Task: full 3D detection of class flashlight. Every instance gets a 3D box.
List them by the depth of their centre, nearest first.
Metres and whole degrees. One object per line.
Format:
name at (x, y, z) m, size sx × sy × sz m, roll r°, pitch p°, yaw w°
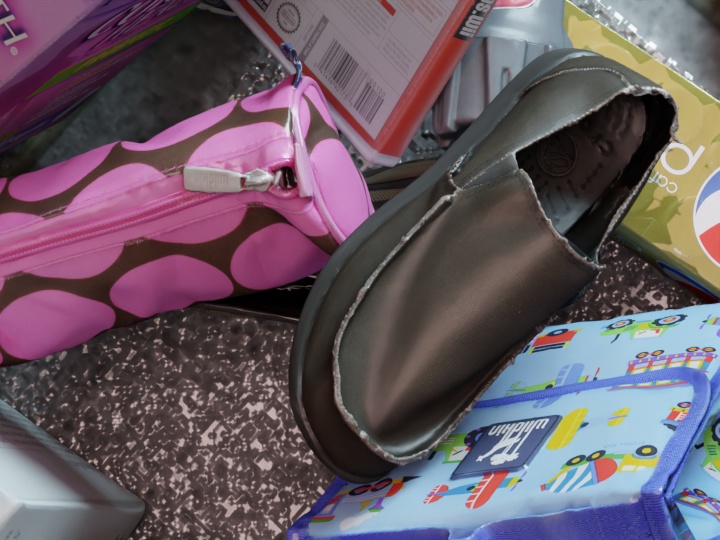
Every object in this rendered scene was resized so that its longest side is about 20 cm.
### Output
flashlight at (0.055, -0.148, 0.960) m, size 0.067 × 0.068 × 0.201 m, roll 1°, pitch 78°, yaw 15°

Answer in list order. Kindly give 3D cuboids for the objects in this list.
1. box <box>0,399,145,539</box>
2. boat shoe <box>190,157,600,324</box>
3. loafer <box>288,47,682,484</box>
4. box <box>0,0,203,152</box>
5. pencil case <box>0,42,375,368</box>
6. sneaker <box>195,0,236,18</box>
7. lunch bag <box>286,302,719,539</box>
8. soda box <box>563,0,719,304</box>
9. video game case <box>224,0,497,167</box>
box at (-0.210, 0.140, 0.959) m, size 0.130 × 0.200 × 0.199 m, roll 33°, pitch 89°, yaw 11°
boat shoe at (0.000, 0.000, 0.998) m, size 0.199 × 0.075 × 0.074 m, roll 3°, pitch 42°, yaw 16°
loafer at (0.048, -0.008, 0.871) m, size 0.073 × 0.071 × 0.200 m, roll 44°, pitch 69°, yaw -21°
box at (-0.134, -0.121, 0.937) m, size 0.200 × 0.176 × 0.097 m, roll -35°, pitch 91°, yaw 35°
pencil case at (-0.097, -0.014, 0.924) m, size 0.199 × 0.094 × 0.091 m, roll -20°, pitch 98°, yaw 13°
sneaker at (-0.099, -0.190, 1.038) m, size 0.077 × 0.085 × 0.200 m, roll -43°, pitch 80°, yaw 2°
lunch bag at (0.073, 0.084, 0.899) m, size 0.150 × 0.200 × 0.095 m, roll -9°, pitch 99°, yaw 26°
soda box at (0.136, -0.036, 0.997) m, size 0.200 × 0.064 × 0.068 m, roll 35°, pitch 88°, yaw 11°
video game case at (0.022, -0.162, 0.941) m, size 0.143 × 0.017 × 0.201 m, roll 49°, pitch 117°, yaw 38°
